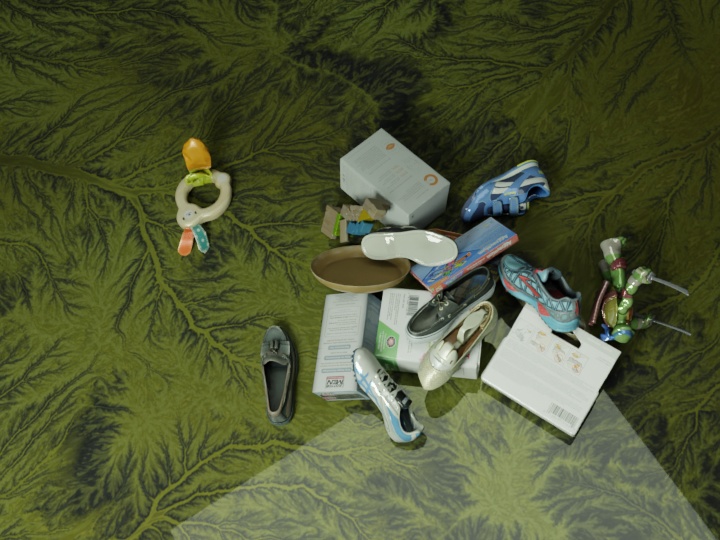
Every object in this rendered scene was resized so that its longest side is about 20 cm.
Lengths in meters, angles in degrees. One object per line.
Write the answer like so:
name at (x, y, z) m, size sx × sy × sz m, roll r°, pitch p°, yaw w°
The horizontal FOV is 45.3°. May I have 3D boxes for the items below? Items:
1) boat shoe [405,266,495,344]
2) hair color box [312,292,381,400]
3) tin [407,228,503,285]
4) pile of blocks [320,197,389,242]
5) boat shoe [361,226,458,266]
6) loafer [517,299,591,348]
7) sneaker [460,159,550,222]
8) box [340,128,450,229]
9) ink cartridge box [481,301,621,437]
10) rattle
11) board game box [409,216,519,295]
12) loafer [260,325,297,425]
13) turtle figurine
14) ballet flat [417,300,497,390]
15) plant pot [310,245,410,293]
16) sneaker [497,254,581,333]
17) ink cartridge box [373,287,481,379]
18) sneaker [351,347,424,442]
boat shoe at (0.163, 0.059, 1.594) m, size 0.199 × 0.057 × 0.069 m, roll -35°, pitch 55°, yaw -11°
hair color box at (-0.024, 0.145, 1.664) m, size 0.098 × 0.061 × 0.202 m, roll -7°, pitch 63°, yaw 30°
tin at (0.191, -0.017, 1.732) m, size 0.198 × 0.042 × 0.113 m, roll 14°, pitch 65°, yaw 13°
pile of blocks at (-0.001, -0.098, 1.749) m, size 0.062 × 0.199 × 0.083 m, roll 3°, pitch 85°, yaw -35°
boat shoe at (0.102, -0.052, 1.698) m, size 0.198 × 0.075 × 0.060 m, roll 0°, pitch 20°, yaw 26°
loafer at (0.369, 0.065, 1.651) m, size 0.076 × 0.068 × 0.200 m, roll -41°, pitch 69°, yaw -13°
sneaker at (0.296, -0.147, 1.755) m, size 0.199 × 0.074 × 0.083 m, roll -30°, pitch 67°, yaw -4°
box at (0.068, -0.176, 1.777) m, size 0.124 × 0.098 × 0.200 m, roll -38°, pitch 65°, yaw -23°
ink cartridge box at (0.353, 0.180, 1.601) m, size 0.199 × 0.045 × 0.177 m, roll 31°, pitch 84°, yaw 20°
rattle at (-0.348, -0.150, 1.821) m, size 0.129 × 0.143 × 0.201 m, roll 23°, pitch 64°, yaw -2°
board game box at (0.200, -0.030, 1.677) m, size 0.199 × 0.020 × 0.103 m, roll -32°, pitch 30°, yaw -7°
loafer at (-0.160, 0.196, 1.675) m, size 0.071 × 0.063 × 0.202 m, roll -8°, pitch 65°, yaw 4°
turtle figurine at (0.519, 0.038, 1.600) m, size 0.199 × 0.143 × 0.195 m, roll -32°, pitch 48°, yaw 31°
ballet flat at (0.172, 0.129, 1.563) m, size 0.067 × 0.062 × 0.200 m, roll 38°, pitch 76°, yaw 23°
plant pot at (0.000, 0.000, 1.702) m, size 0.198 × 0.028 × 0.200 m, roll 0°, pitch 24°, yaw 0°
sneaker at (0.337, 0.019, 1.588) m, size 0.079 × 0.096 × 0.200 m, roll -25°, pitch 51°, yaw -29°
ink cartridge box at (0.135, 0.121, 1.653) m, size 0.198 × 0.084 × 0.146 m, roll 5°, pitch 67°, yaw 11°
sneaker at (0.051, 0.224, 1.588) m, size 0.072 × 0.072 × 0.201 m, roll -26°, pitch 99°, yaw 34°
